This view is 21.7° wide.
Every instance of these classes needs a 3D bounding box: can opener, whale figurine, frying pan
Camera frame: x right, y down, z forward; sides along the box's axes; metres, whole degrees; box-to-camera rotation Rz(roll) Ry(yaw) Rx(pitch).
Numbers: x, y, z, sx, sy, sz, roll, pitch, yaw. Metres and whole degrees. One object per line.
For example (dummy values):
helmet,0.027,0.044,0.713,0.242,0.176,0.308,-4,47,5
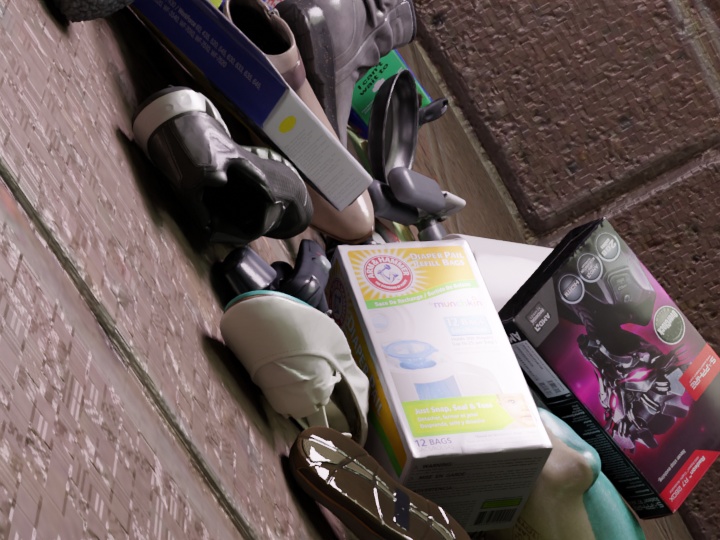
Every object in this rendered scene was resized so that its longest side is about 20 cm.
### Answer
can opener,-0.047,0.004,1.340,0.079,0.063,0.200,61,10,-4
can opener,0.055,-0.052,1.675,0.067,0.052,0.200,66,13,15
whale figurine,0.162,0.183,1.405,0.159,0.103,0.201,42,-32,41
frying pan,0.041,-0.148,1.730,0.190,0.031,0.115,-66,156,-48

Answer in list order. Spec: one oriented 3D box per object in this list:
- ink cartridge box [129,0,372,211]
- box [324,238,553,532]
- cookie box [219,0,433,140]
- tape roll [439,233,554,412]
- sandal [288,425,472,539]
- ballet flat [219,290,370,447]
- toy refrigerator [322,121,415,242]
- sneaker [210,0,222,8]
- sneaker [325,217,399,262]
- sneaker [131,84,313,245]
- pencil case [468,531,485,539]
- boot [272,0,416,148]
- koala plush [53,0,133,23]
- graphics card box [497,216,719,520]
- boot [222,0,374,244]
ink cartridge box,-0.098,-0.148,1.375,0.198,0.047,0.200,45,1,33
box,0.046,0.084,1.371,0.102,0.112,0.201,109,-30,-45
cookie box,-0.035,-0.209,1.774,0.171,0.075,0.200,38,-2,25
tape roll,0.126,0.078,1.542,0.203,0.138,0.204,-171,-90,-74
sandal,0.022,0.183,1.230,0.200,0.055,0.082,40,24,-16
ballet flat,-0.033,0.075,1.236,0.070,0.069,0.200,67,7,27
toy refrigerator,0.007,-0.038,1.728,0.201,0.070,0.076,64,10,9
sneaker,-0.175,-0.270,1.432,0.105,0.076,0.200,54,-4,32
sneaker,0.000,0.000,1.580,0.098,0.071,0.201,58,12,-38
sneaker,-0.082,-0.047,1.278,0.091,0.066,0.200,61,12,29
pencil case,0.108,0.180,1.644,0.089,0.078,0.201,34,29,-54
boot,-0.002,-0.174,1.623,0.070,0.131,0.201,34,-37,32
koala plush,-0.153,-0.302,1.204,0.177,0.199,0.184,52,14,-46
graphics card box,0.200,0.075,1.428,0.200,0.125,0.051,50,-27,-9
boot,-0.057,-0.130,1.529,0.200,0.070,0.147,46,-22,31
